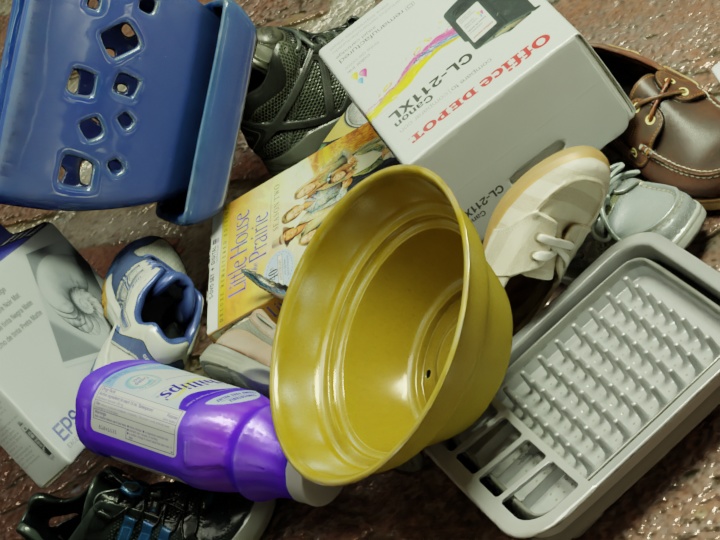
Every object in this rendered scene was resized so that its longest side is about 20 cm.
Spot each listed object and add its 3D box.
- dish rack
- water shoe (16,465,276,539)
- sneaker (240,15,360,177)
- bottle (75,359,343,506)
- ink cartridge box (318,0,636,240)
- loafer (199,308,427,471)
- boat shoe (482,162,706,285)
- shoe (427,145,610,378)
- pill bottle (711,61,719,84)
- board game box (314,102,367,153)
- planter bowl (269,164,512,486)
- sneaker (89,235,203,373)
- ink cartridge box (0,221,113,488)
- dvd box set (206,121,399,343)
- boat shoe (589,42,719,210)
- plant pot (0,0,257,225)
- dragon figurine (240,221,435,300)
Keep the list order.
[{"bbox_3d":[0.145,0.075,1.354,0.200,0.044,0.172,-43,29,-3],"label":"dish rack"},{"bbox_3d":[-0.150,0.172,1.524,0.200,0.079,0.072,-20,36,31],"label":"water shoe"},{"bbox_3d":[-0.024,-0.176,1.812,0.199,0.114,0.076,-40,31,-3],"label":"sneaker"},{"bbox_3d":[-0.097,0.109,1.483,0.200,0.065,0.084,14,16,39],"label":"bottle"},{"bbox_3d":[0.076,-0.128,1.531,0.146,0.083,0.200,-38,33,2],"label":"ink cartridge box"},{"bbox_3d":[-0.023,0.072,1.493,0.200,0.072,0.063,20,64,41],"label":"loafer"},{"bbox_3d":[0.138,-0.034,1.485,0.202,0.065,0.074,4,52,51],"label":"boat shoe"},{"bbox_3d":[0.102,0.007,1.426,0.200,0.070,0.053,-56,45,29],"label":"shoe"},{"bbox_3d":[0.323,-0.141,1.370,0.200,0.113,0.113,-34,30,10],"label":"pill bottle"},{"bbox_3d":[0.008,-0.067,1.708,0.135,0.035,0.200,3,51,50],"label":"board game box"},{"bbox_3d":[0.033,0.043,1.369,0.200,0.083,0.201,-32,48,44],"label":"planter bowl"},{"bbox_3d":[-0.143,0.027,1.653,0.088,0.075,0.200,-52,22,28],"label":"sneaker"},{"bbox_3d":[-0.247,0.038,1.634,0.041,0.200,0.200,-42,4,27],"label":"ink cartridge box"},{"bbox_3d":[-0.023,-0.036,1.633,0.200,0.029,0.146,-29,34,22],"label":"dvd box set"},{"bbox_3d":[0.198,-0.100,1.502,0.070,0.070,0.200,-39,31,-10],"label":"boat shoe"},{"bbox_3d":[-0.185,-0.134,1.724,0.200,0.180,0.200,-166,87,-78],"label":"plant pot"},{"bbox_3d":[0.000,0.000,1.515,0.200,0.059,0.100,27,101,55],"label":"dragon figurine"}]
